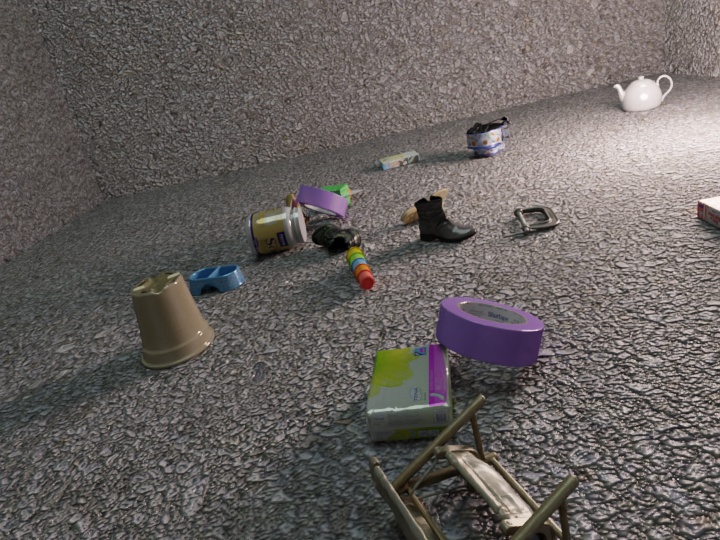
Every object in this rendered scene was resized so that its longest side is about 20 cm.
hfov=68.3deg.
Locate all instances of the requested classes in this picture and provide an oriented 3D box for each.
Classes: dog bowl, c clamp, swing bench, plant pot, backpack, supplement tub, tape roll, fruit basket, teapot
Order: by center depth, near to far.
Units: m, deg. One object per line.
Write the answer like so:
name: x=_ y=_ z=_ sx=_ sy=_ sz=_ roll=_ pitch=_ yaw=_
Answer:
swing bench: x=0.140 y=0.298 z=0.670 sx=0.195 sy=0.134 sz=0.198 roll=-25 pitch=25 yaw=-14
tape roll: x=0.243 y=0.112 z=1.008 sx=0.191 sy=0.068 sz=0.200 roll=8 pitch=11 yaw=-2
plant pot: x=-0.497 y=0.115 z=1.367 sx=0.192 sy=0.190 sz=0.202 roll=-11 pitch=23 yaw=5
c clamp: x=0.516 y=-0.157 z=1.619 sx=0.164 sy=0.028 sz=0.201 roll=-7 pitch=24 yaw=16
dog bowl: x=-0.472 y=0.027 z=1.730 sx=0.192 sy=0.051 sz=0.112 roll=-6 pitch=24 yaw=16
supplement tub: x=-0.299 y=-0.144 z=1.896 sx=0.192 sy=0.151 sz=0.146 roll=-11 pitch=22 yaw=5
tape roll: x=-0.148 y=-0.266 z=2.059 sx=0.193 sy=0.068 sz=0.200 roll=17 pitch=-2 yaw=1
fruit basket: x=-0.091 y=-0.319 z=2.289 sx=0.178 sy=0.098 sz=0.199 roll=-4 pitch=9 yaw=21
backpack: x=0.580 y=-0.614 z=2.466 sx=0.196 sy=0.160 sz=0.187 roll=2 pitch=18 yaw=45
teapot: x=1.389 y=-0.879 z=2.615 sx=0.194 sy=0.151 sz=0.197 roll=-20 pitch=24 yaw=-18

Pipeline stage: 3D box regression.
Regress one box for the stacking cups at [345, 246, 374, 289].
stacking cups: x=0.000 y=0.000 z=1.530 sx=0.058 sy=0.063 sz=0.201 roll=-14 pitch=28 yaw=-4

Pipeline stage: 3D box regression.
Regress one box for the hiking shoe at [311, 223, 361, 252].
hiking shoe: x=-0.097 y=-0.105 z=1.785 sx=0.194 sy=0.079 sz=0.100 roll=3 pitch=24 yaw=32

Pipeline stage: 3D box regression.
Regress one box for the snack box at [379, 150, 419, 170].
snack box: x=0.198 y=-0.564 z=2.714 sx=0.192 sy=0.038 sz=0.117 roll=-14 pitch=22 yaw=-1

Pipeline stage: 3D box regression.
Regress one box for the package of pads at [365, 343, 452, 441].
package of pads: x=0.089 y=0.214 z=0.959 sx=0.148 sy=0.071 sz=0.201 roll=-8 pitch=23 yaw=11

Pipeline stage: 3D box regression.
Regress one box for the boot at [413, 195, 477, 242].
boot: x=0.257 y=-0.161 z=1.637 sx=0.193 sy=0.137 sz=0.070 roll=0 pitch=24 yaw=29

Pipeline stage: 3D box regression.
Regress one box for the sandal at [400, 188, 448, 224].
sandal: x=0.243 y=-0.206 z=1.864 sx=0.207 sy=0.079 sz=0.070 roll=-29 pitch=58 yaw=-17

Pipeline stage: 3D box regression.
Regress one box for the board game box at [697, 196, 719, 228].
board game box: x=0.979 y=-0.153 z=1.320 sx=0.192 sy=0.048 sz=0.153 roll=-11 pitch=23 yaw=7

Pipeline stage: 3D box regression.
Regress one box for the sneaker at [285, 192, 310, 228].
sneaker: x=-0.233 y=-0.224 z=2.003 sx=0.086 sy=0.202 sz=0.077 roll=-9 pitch=62 yaw=-11
